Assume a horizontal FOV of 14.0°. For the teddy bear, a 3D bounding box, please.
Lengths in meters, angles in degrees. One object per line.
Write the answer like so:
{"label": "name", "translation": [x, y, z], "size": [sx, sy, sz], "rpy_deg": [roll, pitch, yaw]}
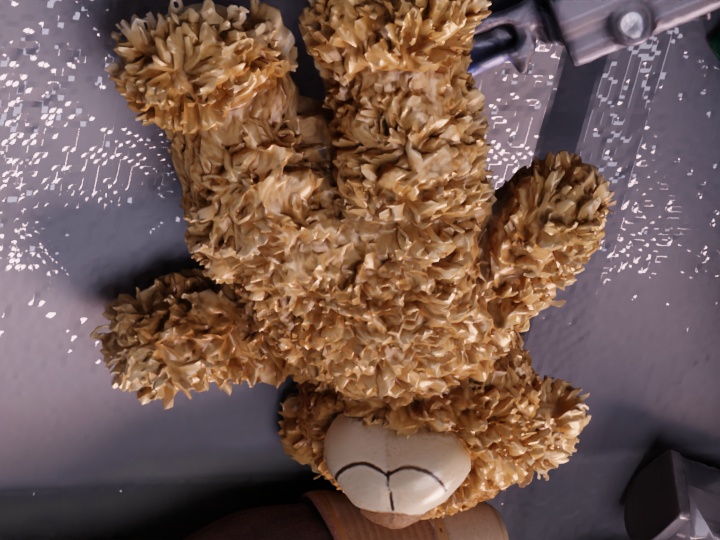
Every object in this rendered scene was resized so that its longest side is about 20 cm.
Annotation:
{"label": "teddy bear", "translation": [0.000, 0.000, 0.801], "size": [0.145, 0.067, 0.200], "rpy_deg": [-3, 130, -10]}

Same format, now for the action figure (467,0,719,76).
{"label": "action figure", "translation": [0.097, -0.103, 0.767], "size": [0.200, 0.105, 0.194], "rpy_deg": [-29, 117, 5]}

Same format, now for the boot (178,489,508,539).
{"label": "boot", "translation": [-0.029, 0.168, 0.888], "size": [0.166, 0.072, 0.200], "rpy_deg": [-10, 101, -18]}

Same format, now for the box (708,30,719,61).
{"label": "box", "translation": [0.213, -0.088, 0.874], "size": [0.200, 0.048, 0.117], "rpy_deg": [-38, 129, 4]}

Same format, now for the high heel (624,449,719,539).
{"label": "high heel", "translation": [0.196, 0.059, 0.906], "size": [0.142, 0.071, 0.200], "rpy_deg": [19, 148, -29]}
